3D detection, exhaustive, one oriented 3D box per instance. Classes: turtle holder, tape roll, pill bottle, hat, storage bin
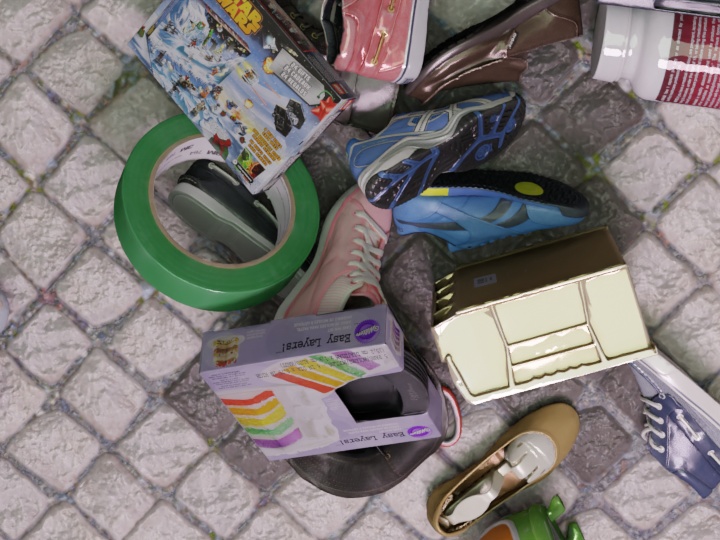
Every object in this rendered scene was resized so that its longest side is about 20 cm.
[{"bbox_3d":[0.184,0.332,1.654,0.131,0.186,0.142,-24,70,8],"label":"turtle holder"},{"bbox_3d":[-0.141,-0.060,1.528,0.199,0.048,0.202,9,63,-17],"label":"tape roll"},{"bbox_3d":[0.330,-0.216,1.507,0.199,0.113,0.114,8,105,1],"label":"pill bottle"},{"bbox_3d":[-0.002,0.134,1.627,0.199,0.081,0.202,4,113,9],"label":"hat"},{"bbox_3d":[0.175,0.041,1.536,0.197,0.200,0.094,-16,102,7],"label":"storage bin"}]

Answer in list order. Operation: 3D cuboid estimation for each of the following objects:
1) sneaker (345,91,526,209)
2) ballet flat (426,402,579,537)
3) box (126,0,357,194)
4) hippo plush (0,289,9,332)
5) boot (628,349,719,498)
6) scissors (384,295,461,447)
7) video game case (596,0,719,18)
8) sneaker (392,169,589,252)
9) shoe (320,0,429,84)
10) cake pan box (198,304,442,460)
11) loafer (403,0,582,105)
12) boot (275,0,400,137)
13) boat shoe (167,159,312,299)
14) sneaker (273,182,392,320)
[{"bbox_3d":[0.076,-0.138,1.546,0.199,0.077,0.076,-25,141,-20],"label":"sneaker"},{"bbox_3d":[0.156,0.220,1.652,0.200,0.063,0.069,-41,99,11],"label":"ballet flat"},{"bbox_3d":[-0.116,-0.194,1.498,0.137,0.040,0.200,-43,82,25],"label":"box"},{"bbox_3d":[-0.459,0.070,1.630,0.199,0.159,0.162,22,74,-17],"label":"hippo plush"},{"bbox_3d":[0.320,0.150,1.620,0.200,0.073,0.090,40,97,-8],"label":"boot"},{"bbox_3d":[0.060,0.097,1.654,0.073,0.014,0.201,-9,102,8],"label":"scissors"},{"bbox_3d":[0.322,-0.276,1.479,0.199,0.143,0.019,7,123,2],"label":"video game case"},{"bbox_3d":[0.132,-0.058,1.588,0.199,0.066,0.079,5,117,2],"label":"sneaker"},{"bbox_3d":[0.017,-0.285,1.499,0.090,0.071,0.201,5,90,-25],"label":"shoe"},{"bbox_3d":[-0.031,0.111,1.503,0.199,0.053,0.184,-9,145,16],"label":"cake pan box"},{"bbox_3d":[0.136,-0.214,1.537,0.199,0.073,0.071,-29,102,8],"label":"loafer"},{"bbox_3d":[-0.035,-0.232,1.556,0.173,0.069,0.201,4,108,-3],"label":"boot"},{"bbox_3d":[-0.104,-0.039,1.600,0.200,0.076,0.060,41,58,-13],"label":"boat shoe"},{"bbox_3d":[0.000,0.000,1.548,0.075,0.104,0.201,45,65,-35],"label":"sneaker"}]
